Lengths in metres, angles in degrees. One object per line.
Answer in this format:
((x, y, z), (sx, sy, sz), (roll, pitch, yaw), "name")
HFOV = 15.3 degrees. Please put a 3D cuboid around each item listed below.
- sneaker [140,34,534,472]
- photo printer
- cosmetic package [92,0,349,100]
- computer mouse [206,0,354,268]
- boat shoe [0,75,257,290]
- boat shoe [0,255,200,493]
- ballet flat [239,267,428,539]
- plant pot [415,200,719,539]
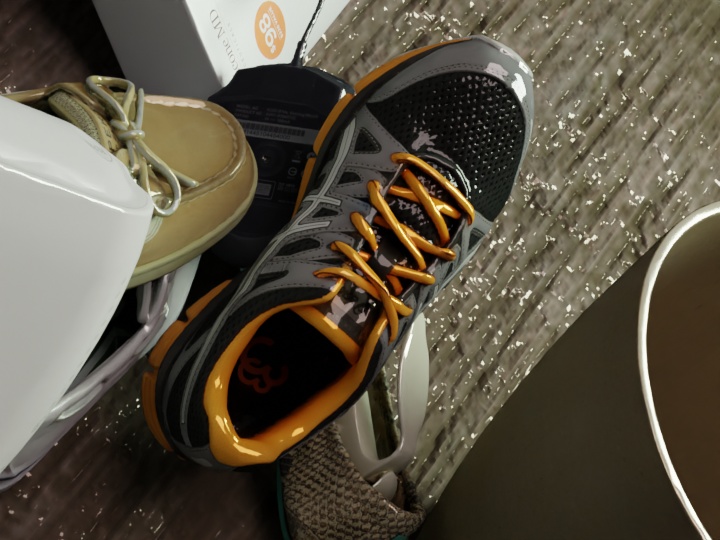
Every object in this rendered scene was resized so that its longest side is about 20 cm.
((0.000, 0.000, 0.999), (0.078, 0.077, 0.200), (37, 91, -17), "sneaker")
((-0.167, 0.010, 0.842), (0.200, 0.167, 0.069), (21, 20, -51), "photo printer")
((-0.069, -0.176, 1.101), (0.151, 0.051, 0.201), (-54, 132, -43), "cosmetic package")
((-0.022, -0.088, 1.081), (0.058, 0.034, 0.201), (11, 67, 14), "computer mouse")
((-0.121, -0.035, 0.947), (0.200, 0.063, 0.073), (-7, 56, -29), "boat shoe")
((-0.097, 0.007, 1.014), (0.073, 0.067, 0.200), (40, 45, -15), "boat shoe")
((-0.007, 0.022, 1.077), (0.068, 0.075, 0.201), (18, 53, -48), "ballet flat")
((0.113, 0.101, 1.042), (0.187, 0.200, 0.188), (22, 52, -30), "plant pot")
